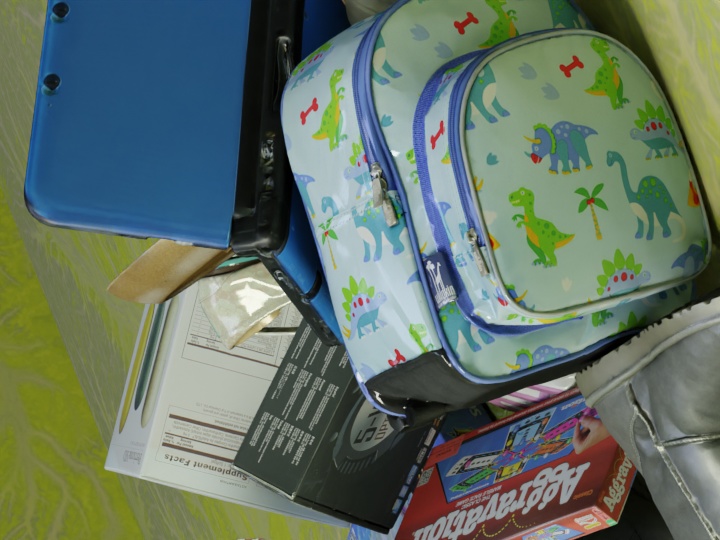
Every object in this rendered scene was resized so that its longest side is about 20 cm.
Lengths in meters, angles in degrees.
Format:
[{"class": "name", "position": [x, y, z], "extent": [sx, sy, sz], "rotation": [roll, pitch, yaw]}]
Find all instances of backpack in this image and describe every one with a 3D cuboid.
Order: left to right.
[{"class": "backpack", "position": [0.070, -0.047, 1.392], "extent": [0.147, 0.182, 0.201], "rotation": [-32, 76, 52]}]

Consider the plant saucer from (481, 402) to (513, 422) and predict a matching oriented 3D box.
[{"class": "plant saucer", "position": [0.091, 0.061, 1.739], "extent": [0.200, 0.031, 0.201], "rotation": [159, 90, -76]}]

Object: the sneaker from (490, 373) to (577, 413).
[{"class": "sneaker", "position": [0.096, 0.015, 1.574], "extent": [0.080, 0.089, 0.200], "rotation": [16, 152, 19]}]

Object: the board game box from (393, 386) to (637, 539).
[{"class": "board game box", "position": [0.087, 0.118, 1.550], "extent": [0.019, 0.103, 0.200], "rotation": [37, 144, -20]}]

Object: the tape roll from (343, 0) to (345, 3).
[{"class": "tape roll", "position": [-0.041, -0.146, 1.606], "extent": [0.037, 0.202, 0.203], "rotation": [58, 162, 29]}]

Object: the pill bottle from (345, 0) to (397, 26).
[{"class": "pill bottle", "position": [0.025, -0.213, 1.448], "extent": [0.201, 0.112, 0.112], "rotation": [86, 159, -44]}]

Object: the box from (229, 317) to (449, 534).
[{"class": "box", "position": [0.016, 0.042, 1.576], "extent": [0.043, 0.201, 0.160], "rotation": [25, 177, 23]}]

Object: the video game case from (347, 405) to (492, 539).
[{"class": "video game case", "position": [0.059, 0.187, 1.773], "extent": [0.200, 0.045, 0.182], "rotation": [57, 143, 42]}]

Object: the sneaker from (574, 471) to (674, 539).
[{"class": "sneaker", "position": [0.143, 0.151, 1.549], "extent": [0.200, 0.090, 0.076], "rotation": [-140, 35, -61]}]

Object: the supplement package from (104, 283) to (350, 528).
[{"class": "supplement package", "position": [-0.071, 0.059, 1.927], "extent": [0.152, 0.150, 0.201], "rotation": [173, 111, -75]}]

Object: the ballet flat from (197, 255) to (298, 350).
[{"class": "ballet flat", "position": [0.000, 0.000, 1.700], "extent": [0.067, 0.199, 0.063], "rotation": [-16, -90, -77]}]

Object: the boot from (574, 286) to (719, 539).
[{"class": "boot", "position": [0.196, 0.109, 1.332], "extent": [0.201, 0.072, 0.182], "rotation": [64, 154, 9]}]

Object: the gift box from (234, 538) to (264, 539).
[{"class": "gift box", "position": [-0.009, 0.243, 1.664], "extent": [0.200, 0.186, 0.185], "rotation": [-28, 73, 62]}]

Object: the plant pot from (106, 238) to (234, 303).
[{"class": "plant pot", "position": [-0.059, -0.039, 1.618], "extent": [0.028, 0.200, 0.200], "rotation": [54, 165, 1]}]

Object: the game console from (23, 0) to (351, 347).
[{"class": "game console", "position": [-0.078, -0.075, 1.464], "extent": [0.171, 0.118, 0.201], "rotation": [55, -148, -52]}]
